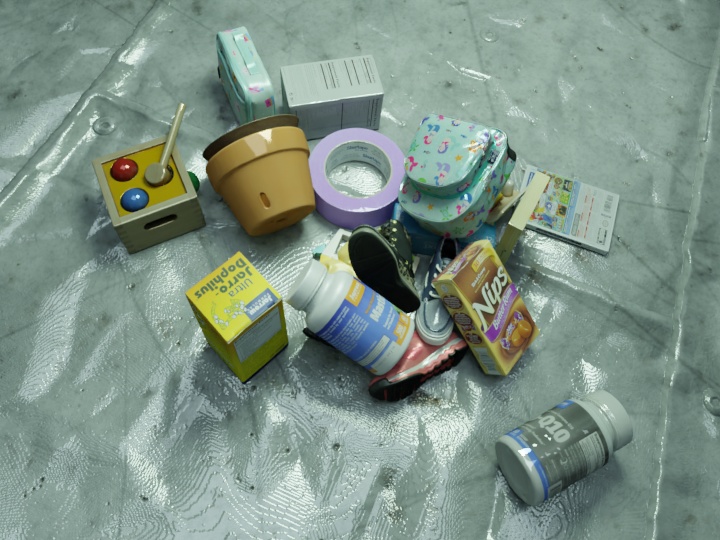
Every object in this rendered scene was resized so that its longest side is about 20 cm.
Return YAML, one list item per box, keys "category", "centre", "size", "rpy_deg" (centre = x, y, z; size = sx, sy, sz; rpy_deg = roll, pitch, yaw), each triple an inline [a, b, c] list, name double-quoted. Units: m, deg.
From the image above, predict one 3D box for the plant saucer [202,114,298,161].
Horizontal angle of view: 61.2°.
- category: "plant saucer"
  centre: [-0.205, -0.239, 1.173]
  size: [0.198, 0.200, 0.037]
  rpy_deg: [-22, 90, -14]

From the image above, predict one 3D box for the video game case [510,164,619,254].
- category: "video game case"
  centre: [0.418, -0.126, 1.239]
  size: [0.197, 0.018, 0.145]
  rpy_deg: [20, 64, 7]

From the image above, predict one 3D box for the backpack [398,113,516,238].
- category: "backpack"
  centre: [0.160, -0.167, 1.075]
  size: [0.176, 0.150, 0.202]
  rpy_deg: [25, 89, 35]

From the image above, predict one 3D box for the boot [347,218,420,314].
- category: "boot"
  centre: [0.039, -0.038, 1.047]
  size: [0.073, 0.204, 0.155]
  rpy_deg: [-21, 42, 20]

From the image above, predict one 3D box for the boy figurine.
- category: "boy figurine"
  centre: [-0.042, 0.029, 1.083]
  size: [0.122, 0.065, 0.203]
  rpy_deg: [17, 75, 6]

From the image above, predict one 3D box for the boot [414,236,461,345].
- category: "boot"
  centre: [0.139, 0.028, 1.071]
  size: [0.071, 0.091, 0.202]
  rpy_deg: [9, 45, 3]

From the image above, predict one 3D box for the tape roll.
- category: "tape roll"
  centre: [-0.006, -0.185, 1.218]
  size: [0.196, 0.066, 0.203]
  rpy_deg: [1, 63, -2]

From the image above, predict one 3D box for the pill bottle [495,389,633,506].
- category: "pill bottle"
  centre: [0.327, 0.277, 0.973]
  size: [0.198, 0.114, 0.115]
  rpy_deg: [-24, 66, -15]

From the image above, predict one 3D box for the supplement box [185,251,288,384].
- category: "supplement box"
  centre: [-0.194, 0.083, 0.993]
  size: [0.109, 0.201, 0.109]
  rpy_deg: [-40, 71, -21]

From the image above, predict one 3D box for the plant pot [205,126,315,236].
- category: "plant pot"
  centre: [-0.170, -0.155, 1.132]
  size: [0.198, 0.200, 0.142]
  rpy_deg: [-22, 86, -14]

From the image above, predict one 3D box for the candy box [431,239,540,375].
- category: "candy box"
  centre: [0.217, 0.065, 1.045]
  size: [0.116, 0.056, 0.201]
  rpy_deg: [-41, 106, -29]

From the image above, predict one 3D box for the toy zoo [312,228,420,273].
- category: "toy zoo"
  centre: [0.000, 0.000, 1.148]
  size: [0.197, 0.021, 0.133]
  rpy_deg: [19, 64, 7]

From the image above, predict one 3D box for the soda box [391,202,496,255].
- category: "soda box"
  centre: [0.155, -0.070, 1.166]
  size: [0.196, 0.068, 0.065]
  rpy_deg: [10, 60, 2]

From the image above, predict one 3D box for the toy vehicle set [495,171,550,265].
- category: "toy vehicle set"
  centre: [0.278, -0.072, 1.100]
  size: [0.026, 0.201, 0.125]
  rpy_deg: [28, 66, 11]

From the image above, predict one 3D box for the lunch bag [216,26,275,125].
- category: "lunch bag"
  centre: [-0.239, -0.391, 1.255]
  size: [0.076, 0.161, 0.202]
  rpy_deg: [-21, 67, -14]

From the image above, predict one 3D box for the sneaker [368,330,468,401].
- category: "sneaker"
  centre: [0.088, 0.155, 1.057]
  size: [0.198, 0.074, 0.087]
  rpy_deg: [-24, 56, -22]

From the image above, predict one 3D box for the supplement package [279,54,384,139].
- category: "supplement package"
  centre: [-0.061, -0.360, 1.276]
  size: [0.197, 0.114, 0.111]
  rpy_deg: [-11, 65, -10]

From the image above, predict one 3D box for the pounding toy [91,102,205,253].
- category: "pounding toy"
  centre: [-0.384, -0.175, 1.145]
  size: [0.198, 0.143, 0.186]
  rpy_deg: [-22, 67, -14]

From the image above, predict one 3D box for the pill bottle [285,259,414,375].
- category: "pill bottle"
  centre: [-0.019, 0.071, 0.987]
  size: [0.199, 0.112, 0.113]
  rpy_deg: [36, 63, -12]

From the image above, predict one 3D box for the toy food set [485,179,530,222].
- category: "toy food set"
  centre: [0.220, -0.177, 1.191]
  size: [0.198, 0.061, 0.143]
  rpy_deg: [29, 44, 24]
